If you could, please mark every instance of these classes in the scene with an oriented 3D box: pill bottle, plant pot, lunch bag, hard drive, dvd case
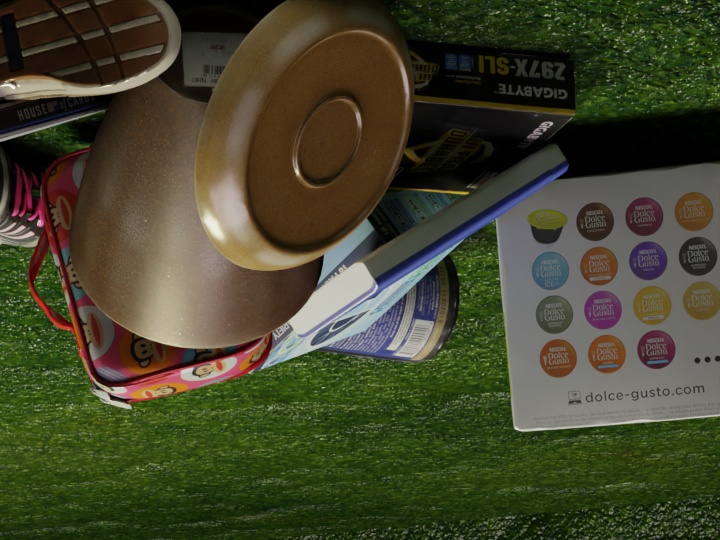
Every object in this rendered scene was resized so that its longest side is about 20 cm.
[{"bbox_3d":[-0.018,0.019,1.960,0.198,0.113,0.112,9,162,-31],"label":"pill bottle"},{"bbox_3d":[-0.028,-0.089,1.433,0.027,0.201,0.200,27,-177,35],"label":"plant pot"},{"bbox_3d":[-0.168,-0.002,1.669,0.174,0.202,0.082,-14,165,-2],"label":"lunch bag"},{"bbox_3d":[-0.106,-0.081,1.492,0.185,0.188,0.201,1,142,-9],"label":"plant pot"},{"bbox_3d":[0.050,-0.022,1.601,0.199,0.025,0.132,-32,178,-32],"label":"hard drive"},{"bbox_3d":[-0.263,-0.100,1.525,0.149,0.025,0.199,-12,-174,35],"label":"dvd case"}]

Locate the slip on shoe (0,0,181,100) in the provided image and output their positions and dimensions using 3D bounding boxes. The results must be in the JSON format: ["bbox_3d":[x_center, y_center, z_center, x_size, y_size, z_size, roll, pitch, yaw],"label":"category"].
[{"bbox_3d":[-0.199,-0.147,1.427,0.198,0.077,0.060,-9,180,27],"label":"slip on shoe"}]

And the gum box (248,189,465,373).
[{"bbox_3d":[0.000,0.000,1.765,0.170,0.045,0.200,-43,168,28],"label":"gum box"}]

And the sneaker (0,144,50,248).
[{"bbox_3d":[-0.272,-0.060,1.733,0.087,0.075,0.200,0,169,-5],"label":"sneaker"}]

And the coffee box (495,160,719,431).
[{"bbox_3d":[0.226,0.022,1.768,0.198,0.200,0.200,-5,177,12],"label":"coffee box"}]

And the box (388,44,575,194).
[{"bbox_3d":[0.052,-0.110,1.619,0.158,0.050,0.200,5,164,-16],"label":"box"}]
